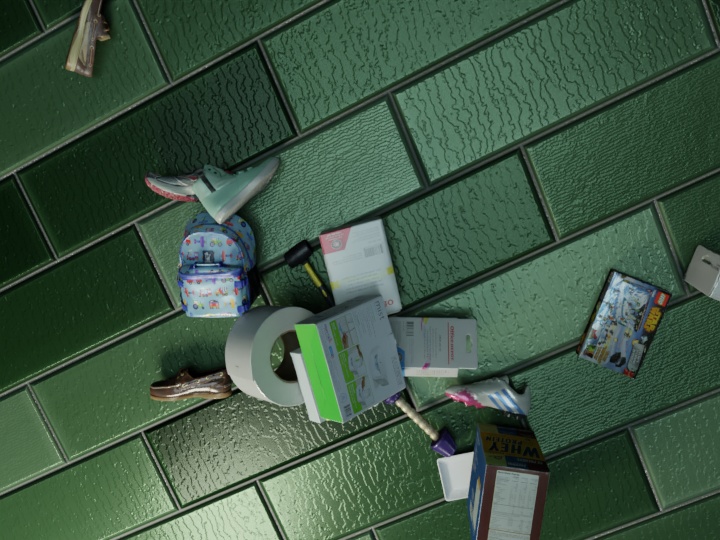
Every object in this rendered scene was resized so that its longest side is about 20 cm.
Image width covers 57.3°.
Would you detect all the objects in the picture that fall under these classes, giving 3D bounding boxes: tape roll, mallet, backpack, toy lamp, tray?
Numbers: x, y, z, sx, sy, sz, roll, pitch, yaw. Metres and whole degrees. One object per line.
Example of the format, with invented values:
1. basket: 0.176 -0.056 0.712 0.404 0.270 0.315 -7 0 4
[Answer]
1. tape roll: -0.177 0.180 1.424 0.198 0.138 0.210 1 89 -34
2. mallet: -0.104 0.033 1.492 0.064 0.041 0.204 -25 101 8
3. backpack: -0.313 -0.016 1.433 0.176 0.135 0.206 3 115 6
4. toy lamp: 0.142 0.348 1.515 0.058 0.058 0.200 -44 93 11
5. tray: 0.283 0.468 1.539 0.194 0.022 0.111 -13 98 8

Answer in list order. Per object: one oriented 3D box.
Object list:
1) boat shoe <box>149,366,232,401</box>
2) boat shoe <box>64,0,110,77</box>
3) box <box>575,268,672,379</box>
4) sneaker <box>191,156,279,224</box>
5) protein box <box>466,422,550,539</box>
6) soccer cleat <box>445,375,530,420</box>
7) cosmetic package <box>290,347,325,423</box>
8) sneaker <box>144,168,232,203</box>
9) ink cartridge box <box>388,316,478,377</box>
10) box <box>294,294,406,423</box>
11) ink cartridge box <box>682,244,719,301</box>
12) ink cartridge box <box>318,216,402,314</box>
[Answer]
1. boat shoe: -0.398 0.260 1.543 0.193 0.071 0.073 -5 107 -2
2. boat shoe: -0.577 -0.522 1.427 0.070 0.072 0.206 18 92 -29
3. box: 0.573 0.117 1.438 0.133 0.040 0.205 21 102 3
4. sneaker: -0.269 -0.207 1.411 0.118 0.074 0.200 44 65 3
5. protein box: 0.312 0.473 1.424 0.130 0.199 0.207 6 101 4
6. soccer cleat: 0.290 0.273 1.487 0.194 0.070 0.089 14 86 0
7. cosmetic package: -0.040 0.209 1.408 0.197 0.051 0.155 -23 99 -34
8. sneaker: -0.376 -0.191 1.458 0.193 0.081 0.077 8 85 -10
9. ink cartridge box: 0.157 0.169 1.448 0.193 0.068 0.119 1 66 6
10. box: -0.017 0.174 1.337 0.173 0.096 0.206 -22 100 -34
11. ink cartridge box: 0.788 0.034 1.349 0.195 0.145 0.085 22 104 1
12. ink cartridge box: 0.000 0.000 1.444 0.141 0.083 0.206 -13 98 0
